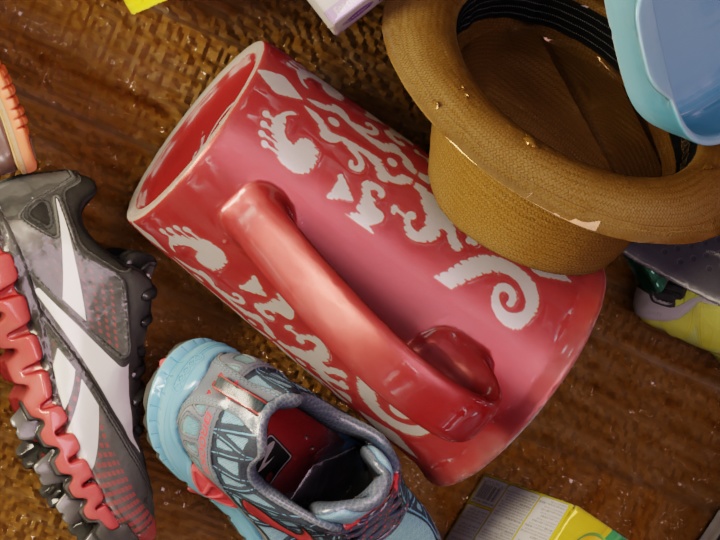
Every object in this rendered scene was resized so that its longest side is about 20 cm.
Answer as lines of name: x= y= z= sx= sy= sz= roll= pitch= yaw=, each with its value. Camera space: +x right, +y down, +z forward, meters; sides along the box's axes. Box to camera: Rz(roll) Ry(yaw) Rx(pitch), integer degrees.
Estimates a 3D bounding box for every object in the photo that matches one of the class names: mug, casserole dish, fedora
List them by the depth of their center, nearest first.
casserole dish: x=0.169 y=-0.132 z=1.324 sx=0.200 sy=0.039 sz=0.121 roll=-32 pitch=114 yaw=-45
fedora: x=0.086 y=-0.060 z=1.342 sx=0.200 sy=0.201 sz=0.082 roll=13 pitch=126 yaw=-19
mug: x=0.006 y=-0.009 z=1.373 sx=0.200 sy=0.178 sz=0.134 roll=38 pitch=79 yaw=-13

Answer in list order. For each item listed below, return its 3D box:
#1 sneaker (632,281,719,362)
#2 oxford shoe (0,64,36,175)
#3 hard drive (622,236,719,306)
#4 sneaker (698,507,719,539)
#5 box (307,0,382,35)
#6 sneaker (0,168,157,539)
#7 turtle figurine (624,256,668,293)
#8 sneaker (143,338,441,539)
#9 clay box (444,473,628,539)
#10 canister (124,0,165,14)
sneaker: x=0.231 y=0.049 z=1.504 sx=0.200 sy=0.075 sz=0.077 roll=16 pitch=98 yaw=-13
oxford shoe: x=-0.221 y=-0.119 z=1.346 sx=0.073 sy=0.071 sz=0.200 roll=-35 pitch=95 yaw=-4
hard drive: x=0.148 y=-0.070 z=1.413 sx=0.200 sy=0.042 sz=0.135 roll=34 pitch=86 yaw=24
sneaker: x=0.201 y=0.186 z=1.463 sx=0.077 sy=0.146 sz=0.202 roll=35 pitch=83 yaw=-19
box: x=0.055 y=-0.182 z=1.310 sx=0.200 sy=0.039 sz=0.041 roll=-37 pitch=87 yaw=-2
sneaker: x=-0.129 y=0.041 z=1.378 sx=0.098 sy=0.071 sz=0.201 roll=-25 pitch=99 yaw=-14
turtle figurine: x=0.211 y=-0.074 z=1.469 sx=0.200 sy=0.101 sz=0.150 roll=-28 pitch=57 yaw=-3
sneaker: x=-0.017 y=0.110 z=1.387 sx=0.200 sy=0.095 sz=0.079 roll=40 pitch=73 yaw=-40
clay box: x=0.047 y=0.201 z=1.425 sx=0.048 sy=0.115 sz=0.200 roll=33 pitch=83 yaw=-19
canister: x=-0.101 y=-0.232 z=1.334 sx=0.087 sy=0.148 sz=0.200 roll=-36 pitch=102 yaw=-32
